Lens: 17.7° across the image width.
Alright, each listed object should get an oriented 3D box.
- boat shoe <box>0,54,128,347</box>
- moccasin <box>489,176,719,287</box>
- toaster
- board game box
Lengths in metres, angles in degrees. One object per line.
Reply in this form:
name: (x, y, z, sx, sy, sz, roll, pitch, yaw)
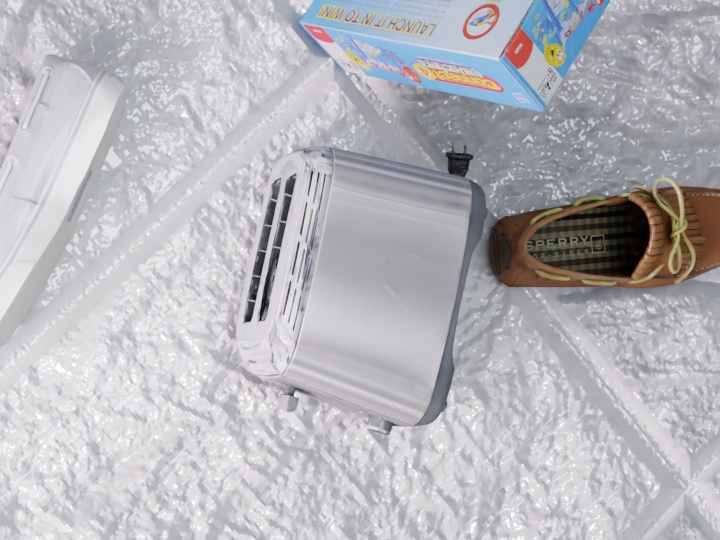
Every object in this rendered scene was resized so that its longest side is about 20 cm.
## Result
boat shoe: (-0.215, -0.042, 1.454, 0.068, 0.072, 0.201, 24, 85, 3)
moccasin: (0.190, -0.026, 1.605, 0.200, 0.078, 0.074, 0, 88, -22)
toaster: (0.000, 0.000, 1.511, 0.128, 0.114, 0.202, 14, 84, -18)
board game box: (0.086, -0.211, 1.506, 0.056, 0.199, 0.197, 43, 73, -39)
